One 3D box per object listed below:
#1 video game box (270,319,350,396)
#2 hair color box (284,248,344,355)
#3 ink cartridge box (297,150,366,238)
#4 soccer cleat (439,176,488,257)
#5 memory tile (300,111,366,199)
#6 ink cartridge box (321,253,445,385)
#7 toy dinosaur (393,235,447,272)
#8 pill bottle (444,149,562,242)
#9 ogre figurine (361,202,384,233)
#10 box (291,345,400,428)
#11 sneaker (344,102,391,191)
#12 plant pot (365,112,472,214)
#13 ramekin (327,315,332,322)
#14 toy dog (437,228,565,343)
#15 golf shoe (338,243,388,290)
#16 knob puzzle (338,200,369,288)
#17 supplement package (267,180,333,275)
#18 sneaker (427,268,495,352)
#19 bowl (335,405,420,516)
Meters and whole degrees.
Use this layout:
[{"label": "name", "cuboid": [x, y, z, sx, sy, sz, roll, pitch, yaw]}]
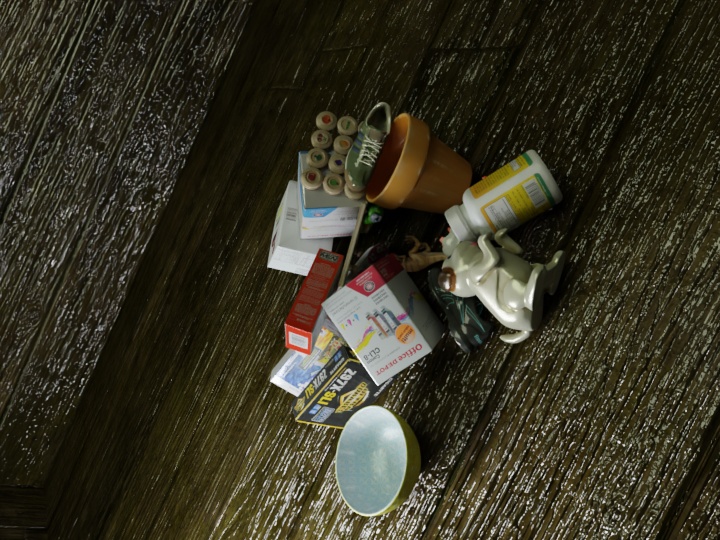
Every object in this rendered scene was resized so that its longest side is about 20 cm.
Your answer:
[{"label": "video game box", "cuboid": [-0.081, 0.224, 1.214, 0.200, 0.181, 0.047, -51, 20, 21]}, {"label": "hair color box", "cuboid": [-0.096, 0.064, 1.110, 0.102, 0.061, 0.201, 100, -170, -54]}, {"label": "ink cartridge box", "cuboid": [-0.076, -0.179, 1.274, 0.200, 0.145, 0.148, 118, 146, -72]}, {"label": "soccer cleat", "cuboid": [0.245, -0.107, 1.092, 0.077, 0.069, 0.201, 35, 93, 23]}, {"label": "memory tile", "cuboid": [-0.044, -0.263, 1.188, 0.017, 0.152, 0.202, 117, 166, -71]}, {"label": "ink cartridge box", "cuboid": [0.051, 0.096, 1.063, 0.145, 0.145, 0.201, -37, 87, 21]}, {"label": "toy dinosaur", "cuboid": [0.140, -0.026, 1.177, 0.198, 0.061, 0.107, -15, 53, 16]}, {"label": "pill bottle", "cuboid": [0.266, -0.128, 0.995, 0.199, 0.113, 0.113, -32, 48, 18]}, {"label": "ogre figurine", "cuboid": [0.044, -0.197, 1.356, 0.201, 0.098, 0.120, -53, 19, -7]}, {"label": "box", "cuboid": [-0.033, 0.262, 1.154, 0.200, 0.159, 0.050, -50, 40, 20]}, {"label": "sneaker", "cuboid": [0.020, -0.278, 1.144, 0.090, 0.067, 0.202, 143, 146, -69]}, {"label": "plant pot", "cuboid": [0.135, -0.212, 1.149, 0.201, 0.182, 0.201, -55, 23, 38]}, {"label": "ramekin", "cuboid": [-0.093, 0.122, 1.301, 0.200, 0.104, 0.202, -161, 90, -75]}, {"label": "toy dog", "cuboid": [0.244, 0.015, 0.954, 0.199, 0.139, 0.196, 24, 128, 33]}, {"label": "golf shoe", "cuboid": [0.000, 0.000, 1.256, 0.091, 0.076, 0.200, -7, 30, 38]}, {"label": "knob puzzle", "cuboid": [-0.006, -0.054, 1.147, 0.220, 0.030, 0.222, -164, 90, -90]}, {"label": "supplement package", "cuboid": [-0.160, -0.109, 1.452, 0.200, 0.146, 0.193, 137, 142, -66]}, {"label": "sneaker", "cuboid": [0.201, 0.068, 1.056, 0.079, 0.075, 0.201, -35, 52, 16]}, {"label": "bowl", "cuboid": [0.053, 0.375, 1.033, 0.199, 0.107, 0.202, -26, 54, 41]}]
